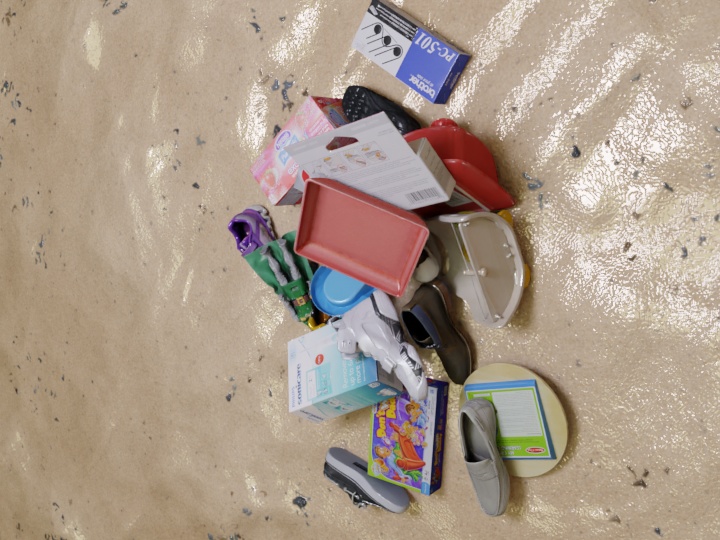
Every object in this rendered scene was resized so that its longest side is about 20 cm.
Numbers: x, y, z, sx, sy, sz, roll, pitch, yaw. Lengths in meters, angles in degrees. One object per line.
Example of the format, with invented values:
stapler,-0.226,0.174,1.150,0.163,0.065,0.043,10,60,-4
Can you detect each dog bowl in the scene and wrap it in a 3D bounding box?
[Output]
dog bowl,0.000,0.000,1.390,0.111,0.050,0.200,35,83,28

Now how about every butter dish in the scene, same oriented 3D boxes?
butter dish,0.131,-0.176,1.269,0.199,0.200,0.148,-6,69,37

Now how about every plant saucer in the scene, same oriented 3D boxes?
plant saucer,0.000,-0.056,1.234,0.199,0.037,0.200,23,146,4

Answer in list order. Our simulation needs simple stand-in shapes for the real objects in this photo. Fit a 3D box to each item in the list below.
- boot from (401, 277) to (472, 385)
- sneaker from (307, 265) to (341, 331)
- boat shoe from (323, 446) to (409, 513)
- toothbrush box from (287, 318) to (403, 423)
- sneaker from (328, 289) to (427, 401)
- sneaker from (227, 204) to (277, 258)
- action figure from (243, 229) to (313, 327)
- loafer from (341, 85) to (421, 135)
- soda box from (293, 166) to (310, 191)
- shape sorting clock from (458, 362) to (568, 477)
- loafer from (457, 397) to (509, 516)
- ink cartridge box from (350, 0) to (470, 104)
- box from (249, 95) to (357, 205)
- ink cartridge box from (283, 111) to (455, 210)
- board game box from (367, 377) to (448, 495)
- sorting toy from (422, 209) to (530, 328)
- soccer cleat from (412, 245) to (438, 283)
boot,0.124,0.121,1.323,0.075,0.097,0.200,-9,107,43
sneaker,-0.049,0.028,1.459,0.078,0.082,0.201,17,105,32
boat shoe,0.005,0.411,1.479,0.199,0.074,0.068,25,107,30
toothbrush box,-0.031,0.174,1.420,0.200,0.085,0.147,-24,53,30
sneaker,0.029,0.138,1.295,0.115,0.075,0.200,-24,71,-3
sneaker,-0.195,-0.038,1.546,0.080,0.088,0.200,-41,76,29
action figure,-0.124,0.034,1.497,0.118,0.055,0.200,-25,114,5
loafer,0.037,-0.267,1.370,0.201,0.070,0.068,43,118,42
soda box,-0.022,-0.164,1.341,0.063,0.200,0.068,28,112,30
shape sorting clock,0.252,0.248,1.308,0.200,0.039,0.201,10,105,38
loafer,0.198,0.313,1.295,0.070,0.070,0.201,-11,92,41
ink cartridge box,0.082,-0.375,1.336,0.200,0.044,0.094,41,119,23
box,-0.098,-0.218,1.446,0.200,0.103,0.095,-44,72,31
ink cartridge box,0.013,-0.157,1.164,0.200,0.045,0.176,-11,133,39
board game box,0.085,0.290,1.426,0.134,0.045,0.201,9,102,34
sorting toy,0.167,-0.024,1.292,0.180,0.107,0.200,7,126,51
soccer cleat,0.060,-0.060,1.322,0.069,0.078,0.200,-40,63,-7
